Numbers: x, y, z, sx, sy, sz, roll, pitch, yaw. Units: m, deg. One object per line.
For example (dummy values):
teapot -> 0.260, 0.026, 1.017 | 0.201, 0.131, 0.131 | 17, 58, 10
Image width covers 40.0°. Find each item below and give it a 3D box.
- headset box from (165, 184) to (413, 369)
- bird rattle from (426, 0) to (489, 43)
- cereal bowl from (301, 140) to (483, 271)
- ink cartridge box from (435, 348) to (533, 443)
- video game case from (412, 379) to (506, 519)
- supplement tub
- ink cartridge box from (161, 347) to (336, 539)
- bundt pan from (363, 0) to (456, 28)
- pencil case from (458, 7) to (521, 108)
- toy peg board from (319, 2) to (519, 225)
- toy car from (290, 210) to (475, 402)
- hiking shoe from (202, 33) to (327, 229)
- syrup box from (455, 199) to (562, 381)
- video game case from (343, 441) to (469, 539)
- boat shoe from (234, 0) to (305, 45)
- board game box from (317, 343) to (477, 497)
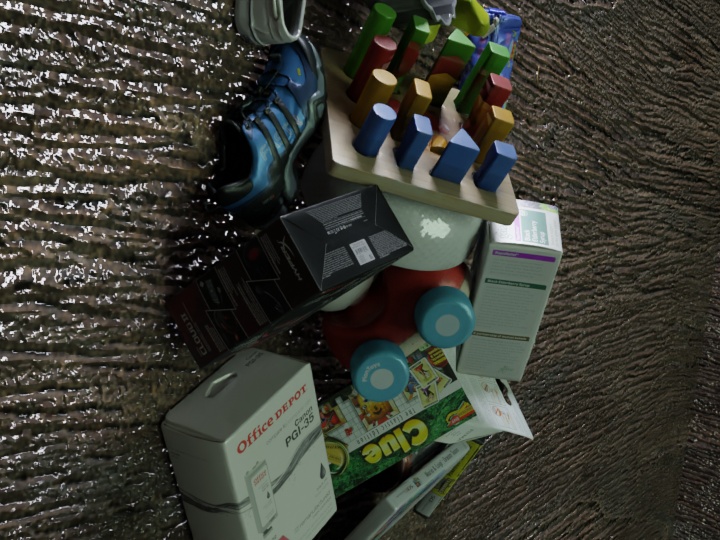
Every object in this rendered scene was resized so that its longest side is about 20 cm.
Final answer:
headset box -> -0.073, 0.010, 0.923 | 0.149, 0.200, 0.075 | -24, 83, -51
bird rattle -> 0.106, -0.371, 1.210 | 0.163, 0.113, 0.200 | 25, 64, -69
cereal bowl -> 0.044, -0.094, 1.042 | 0.200, 0.200, 0.083 | -30, 152, -51
ink cartridge box -> 0.114, 0.143, 1.246 | 0.200, 0.050, 0.162 | 21, 36, -42
video game case -> 0.145, 0.217, 1.356 | 0.181, 0.025, 0.200 | -63, 177, 40
supplement tub -> 0.061, 0.197, 1.257 | 0.200, 0.107, 0.107 | -23, 118, -54
ink cartridge box -> -0.108, 0.202, 1.007 | 0.147, 0.083, 0.200 | -41, 132, -45
bundt pan -> 0.033, -0.346, 1.043 | 0.202, 0.076, 0.202 | -13, 90, -68
pencil case -> 0.163, -0.252, 1.314 | 0.087, 0.078, 0.200 | -34, 133, -87
toy peg board -> 0.069, -0.167, 0.986 | 0.199, 0.200, 0.098 | -97, -153, -46
toy car -> 0.000, 0.000, 1.059 | 0.200, 0.177, 0.184 | 45, 13, -22
hiking shoe -> -0.089, -0.142, 0.947 | 0.087, 0.074, 0.200 | 22, 75, -49
syrup box -> 0.160, 0.024, 1.091 | 0.079, 0.081, 0.200 | -84, -177, -49
video game case -> 0.032, 0.300, 1.210 | 0.182, 0.024, 0.200 | -23, 156, -54
boat shoe -> -0.067, -0.313, 0.939 | 0.074, 0.065, 0.200 | -4, 102, -58
board game box -> 0.021, 0.166, 1.108 | 0.200, 0.023, 0.105 | -30, 97, -5
